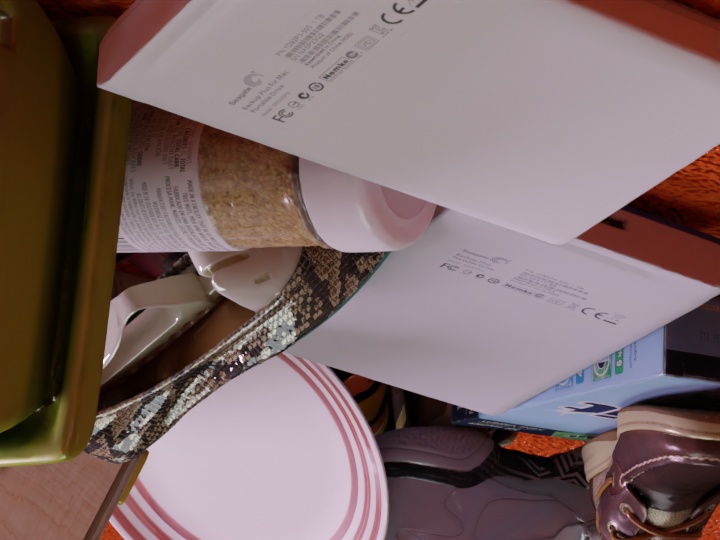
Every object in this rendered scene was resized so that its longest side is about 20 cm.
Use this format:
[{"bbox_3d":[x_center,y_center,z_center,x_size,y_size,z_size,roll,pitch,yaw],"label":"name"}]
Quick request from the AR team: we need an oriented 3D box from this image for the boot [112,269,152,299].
[{"bbox_3d":[-0.204,0.027,1.094,0.166,0.073,0.200,1,168,-29],"label":"boot"}]

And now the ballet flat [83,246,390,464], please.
[{"bbox_3d":[-0.069,0.016,0.994,0.200,0.068,0.075,-38,144,23],"label":"ballet flat"}]

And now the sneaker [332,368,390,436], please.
[{"bbox_3d":[-0.081,0.045,1.277,0.199,0.070,0.090,11,143,9],"label":"sneaker"}]

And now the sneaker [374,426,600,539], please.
[{"bbox_3d":[0.093,0.154,1.263,0.199,0.115,0.075,9,161,-21],"label":"sneaker"}]

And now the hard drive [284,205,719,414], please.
[{"bbox_3d":[0.059,0.012,1.054,0.132,0.025,0.200,18,154,-21],"label":"hard drive"}]

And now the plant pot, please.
[{"bbox_3d":[-0.199,-0.020,0.851,0.200,0.200,0.181,-4,166,36],"label":"plant pot"}]

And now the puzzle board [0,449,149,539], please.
[{"bbox_3d":[-0.146,0.082,1.160,0.017,0.151,0.200,30,174,-25],"label":"puzzle board"}]

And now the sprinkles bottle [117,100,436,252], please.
[{"bbox_3d":[-0.068,-0.041,0.929,0.199,0.068,0.068,0,162,30],"label":"sprinkles bottle"}]

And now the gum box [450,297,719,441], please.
[{"bbox_3d":[0.168,0.056,1.168,0.169,0.045,0.200,9,166,-25],"label":"gum box"}]

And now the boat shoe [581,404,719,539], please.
[{"bbox_3d":[0.152,0.110,1.142,0.072,0.072,0.200,6,167,-9],"label":"boat shoe"}]

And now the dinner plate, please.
[{"bbox_3d":[-0.070,0.096,1.238,0.200,0.201,0.024,-1,-155,31],"label":"dinner plate"}]

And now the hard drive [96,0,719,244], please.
[{"bbox_3d":[0.028,-0.070,0.795,0.200,0.026,0.132,17,147,-29],"label":"hard drive"}]

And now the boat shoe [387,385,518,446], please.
[{"bbox_3d":[0.056,0.091,1.346,0.076,0.072,0.200,-1,166,-8],"label":"boat shoe"}]

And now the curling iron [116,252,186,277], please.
[{"bbox_3d":[-0.112,-0.010,1.099,0.049,0.026,0.200,-6,152,38],"label":"curling iron"}]
